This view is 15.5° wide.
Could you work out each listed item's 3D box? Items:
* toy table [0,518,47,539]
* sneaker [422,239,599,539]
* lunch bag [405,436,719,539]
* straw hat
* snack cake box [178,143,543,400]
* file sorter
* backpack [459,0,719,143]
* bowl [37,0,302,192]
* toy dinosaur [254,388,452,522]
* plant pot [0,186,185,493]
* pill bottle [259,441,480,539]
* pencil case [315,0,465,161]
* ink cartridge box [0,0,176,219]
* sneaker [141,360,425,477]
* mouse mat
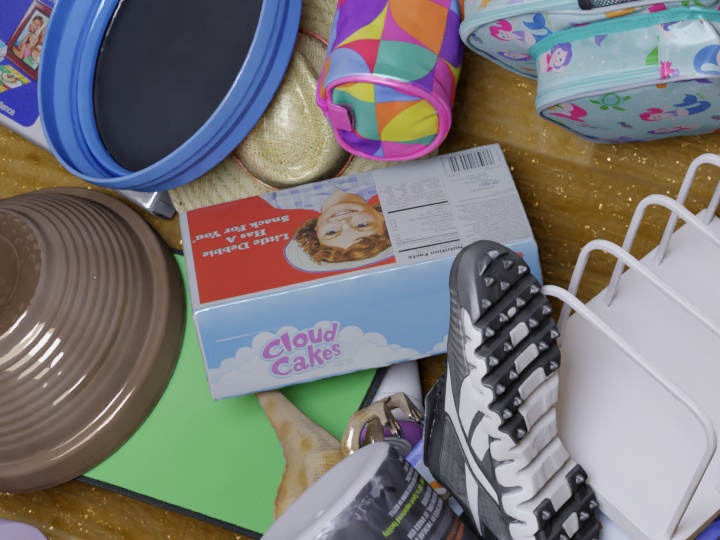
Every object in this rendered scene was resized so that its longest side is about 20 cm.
[{"bbox_3d":[-0.288,0.227,1.608,0.117,0.200,0.184,8,118,29],"label":"toy table"},{"bbox_3d":[0.064,0.073,1.401,0.090,0.066,0.201,8,126,39],"label":"sneaker"},{"bbox_3d":[0.098,0.163,1.509,0.170,0.124,0.200,42,103,20],"label":"lunch bag"},{"bbox_3d":[-0.042,-0.096,1.585,0.200,0.085,0.202,0,90,5],"label":"straw hat"},{"bbox_3d":[0.000,0.000,1.532,0.199,0.067,0.115,-12,34,-1],"label":"snack cake box"},{"bbox_3d":[0.191,0.029,1.445,0.139,0.125,0.200,41,57,19],"label":"file sorter"},{"bbox_3d":[0.158,-0.152,1.505,0.199,0.177,0.151,2,83,28],"label":"backpack"},{"bbox_3d":[-0.113,-0.141,1.578,0.200,0.039,0.201,-20,59,37],"label":"bowl"},{"bbox_3d":[-0.013,0.110,1.478,0.101,0.058,0.200,-39,62,16],"label":"toy dinosaur"},{"bbox_3d":[-0.215,0.027,1.613,0.200,0.093,0.202,-13,58,22],"label":"plant pot"},{"bbox_3d":[0.041,0.195,1.391,0.106,0.106,0.200,-41,97,8],"label":"pill bottle"},{"bbox_3d":[0.025,-0.162,1.555,0.088,0.088,0.201,-3,53,17],"label":"pencil case"},{"bbox_3d":[-0.157,-0.166,1.680,0.197,0.047,0.200,30,89,20],"label":"ink cartridge box"},{"bbox_3d":[-0.050,0.093,1.605,0.199,0.075,0.100,-17,54,18],"label":"sneaker"},{"bbox_3d":[-0.083,0.072,1.582,0.199,0.008,0.161,14,69,34],"label":"mouse mat"}]
